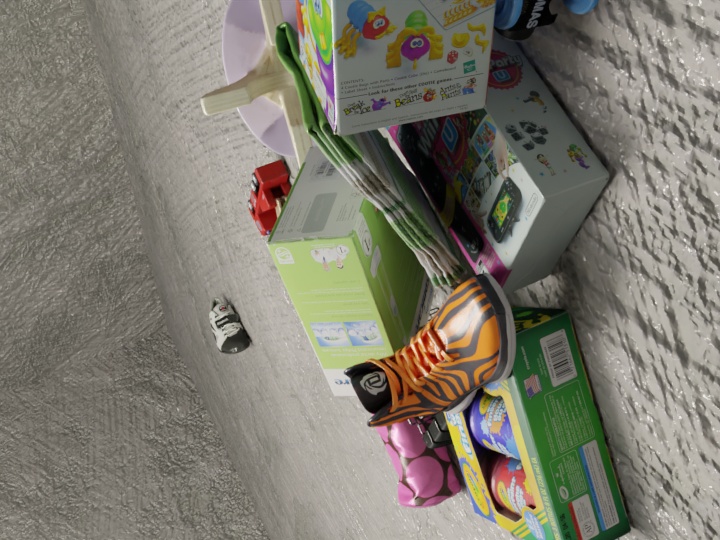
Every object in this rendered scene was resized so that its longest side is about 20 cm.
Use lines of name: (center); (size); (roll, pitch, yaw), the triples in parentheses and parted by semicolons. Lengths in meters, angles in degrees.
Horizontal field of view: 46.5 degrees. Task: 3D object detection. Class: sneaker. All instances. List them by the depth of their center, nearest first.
sneaker: (0.051, 0.081, 0.688); (0.201, 0.111, 0.078); (107, 144, -53)
sneaker: (-0.324, 0.129, 1.999); (0.200, 0.073, 0.089); (39, 146, 55)

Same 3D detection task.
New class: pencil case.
pencil case: (0.050, 0.200, 1.057); (0.093, 0.090, 0.202); (-29, 80, 40)

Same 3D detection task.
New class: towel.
towel: (0.004, -0.085, 0.650); (0.200, 0.031, 0.150); (44, -164, -41)

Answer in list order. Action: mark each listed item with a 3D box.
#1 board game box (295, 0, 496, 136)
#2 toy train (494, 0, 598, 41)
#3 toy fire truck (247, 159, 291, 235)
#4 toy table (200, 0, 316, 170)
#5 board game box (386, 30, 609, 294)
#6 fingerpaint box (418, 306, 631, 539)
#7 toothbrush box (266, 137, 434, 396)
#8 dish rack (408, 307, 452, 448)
board game box: (0.017, -0.199, 0.492); (0.201, 0.104, 0.104); (89, 164, -44)
toy train: (0.105, -0.235, 0.493); (0.201, 0.086, 0.115); (103, 148, -57)
toy fire truck: (-0.119, -0.087, 1.280); (0.142, 0.048, 0.200); (64, 160, 16)
toy table: (-0.083, -0.211, 0.904); (0.201, 0.182, 0.117); (64, 180, -22)
board game box: (0.097, -0.101, 0.671); (0.201, 0.064, 0.148); (62, 159, 25)
fingerpaint box: (0.142, 0.139, 0.766); (0.167, 0.073, 0.202); (1, 109, 69)
toothbrush box: (0.000, 0.000, 0.797); (0.146, 0.085, 0.201); (-72, -31, -44)
dish rack: (0.069, 0.096, 0.955); (0.201, 0.054, 0.154); (63, 158, 24)
